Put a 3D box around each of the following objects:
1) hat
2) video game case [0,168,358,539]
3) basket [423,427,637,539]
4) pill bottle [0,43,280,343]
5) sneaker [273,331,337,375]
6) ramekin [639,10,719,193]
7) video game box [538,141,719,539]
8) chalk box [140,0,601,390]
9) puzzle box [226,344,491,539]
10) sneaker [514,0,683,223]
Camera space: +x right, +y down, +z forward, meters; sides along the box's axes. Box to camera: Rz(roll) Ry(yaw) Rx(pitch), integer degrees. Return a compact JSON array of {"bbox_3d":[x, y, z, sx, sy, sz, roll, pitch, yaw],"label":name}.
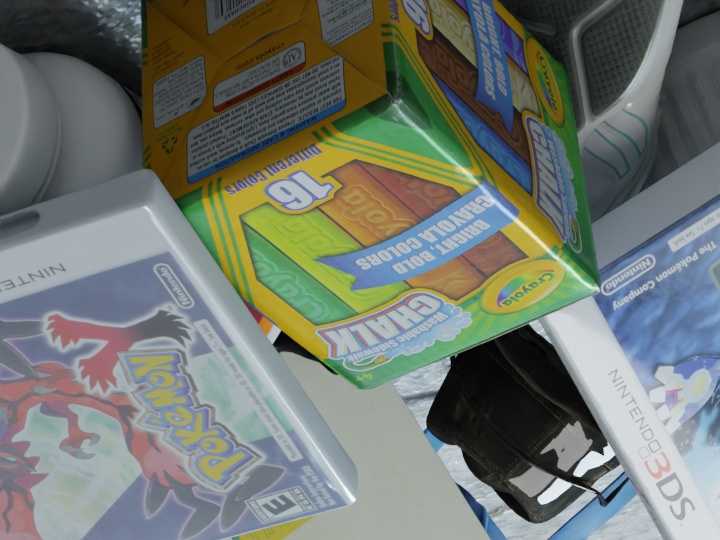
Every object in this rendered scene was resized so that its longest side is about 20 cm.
[{"bbox_3d":[0.084,0.078,1.166,0.081,0.201,0.200,-50,146,8],"label":"hat"},{"bbox_3d":[-0.121,0.055,0.928,0.181,0.023,0.200,-16,135,17],"label":"video game case"},{"bbox_3d":[0.048,0.148,1.282,0.200,0.176,0.139,-45,116,-14],"label":"basket"},{"bbox_3d":[-0.119,-0.023,0.969,0.112,0.114,0.200,-27,151,19],"label":"pill bottle"},{"bbox_3d":[0.000,0.000,1.107,0.199,0.091,0.076,-22,151,7],"label":"sneaker"},{"bbox_3d":[0.207,-0.039,1.137,0.198,0.106,0.201,-13,153,-7],"label":"ramekin"},{"bbox_3d":[0.195,0.026,1.038,0.199,0.047,0.183,-33,119,0],"label":"video game box"},{"bbox_3d":[0.016,-0.041,0.946,0.124,0.125,0.200,-26,138,26],"label":"chalk box"},{"bbox_3d":[-0.013,0.133,1.158,0.133,0.201,0.025,-34,-165,-10],"label":"puzzle box"},{"bbox_3d":[0.104,-0.074,1.039,0.080,0.070,0.201,-21,142,-42],"label":"sneaker"}]
